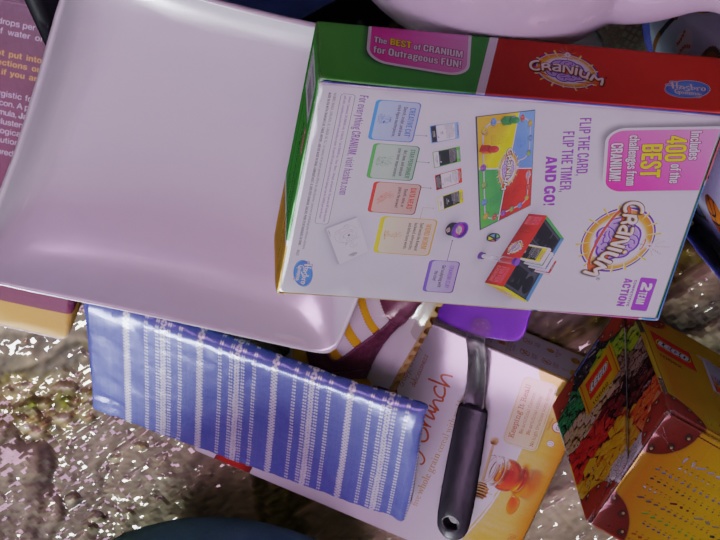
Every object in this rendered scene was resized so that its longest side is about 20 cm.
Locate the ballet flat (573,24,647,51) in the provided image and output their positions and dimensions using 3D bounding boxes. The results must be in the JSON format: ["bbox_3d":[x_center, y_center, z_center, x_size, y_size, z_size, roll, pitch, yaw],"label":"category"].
[{"bbox_3d":[0.078,-0.093,1.534,0.199,0.062,0.068,-31,110,26],"label":"ballet flat"}]

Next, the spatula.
[{"bbox_3d":[0.063,0.065,1.607,0.056,0.021,0.201,15,121,17],"label":"spatula"}]

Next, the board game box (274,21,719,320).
[{"bbox_3d":[0.065,-0.045,1.415,0.199,0.040,0.154,5,138,-9],"label":"board game box"}]

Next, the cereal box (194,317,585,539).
[{"bbox_3d":[0.019,0.078,1.660,0.199,0.040,0.144,22,120,-1],"label":"cereal box"}]

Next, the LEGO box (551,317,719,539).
[{"bbox_3d":[0.213,0.119,1.557,0.199,0.149,0.077,30,107,-14],"label":"LEGO box"}]

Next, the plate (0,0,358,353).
[{"bbox_3d":[-0.075,-0.058,1.453,0.199,0.032,0.200,12,127,-16],"label":"plate"}]

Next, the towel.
[{"bbox_3d":[-0.060,0.071,1.599,0.199,0.024,0.145,19,153,7],"label":"towel"}]

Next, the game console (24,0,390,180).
[{"bbox_3d":[-0.081,-0.158,1.438,0.176,0.031,0.201,-31,129,-12],"label":"game console"}]

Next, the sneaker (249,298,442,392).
[{"bbox_3d":[0.000,0.000,1.545,0.090,0.075,0.201,23,129,-2],"label":"sneaker"}]

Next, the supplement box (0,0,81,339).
[{"bbox_3d":[-0.180,-0.087,1.555,0.103,0.131,0.201,12,122,3],"label":"supplement box"}]

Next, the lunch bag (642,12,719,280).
[{"bbox_3d":[0.227,-0.037,1.460,0.123,0.170,0.201,-20,121,-9],"label":"lunch bag"}]

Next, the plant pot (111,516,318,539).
[{"bbox_3d":[-0.102,0.225,1.704,0.134,0.199,0.201,29,130,38],"label":"plant pot"}]

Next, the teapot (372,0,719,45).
[{"bbox_3d":[0.079,-0.205,1.378,0.199,0.199,0.146,2,169,-23],"label":"teapot"}]

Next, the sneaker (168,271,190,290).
[{"bbox_3d":[-0.096,-0.005,1.584,0.079,0.130,0.199,32,122,-6],"label":"sneaker"}]
